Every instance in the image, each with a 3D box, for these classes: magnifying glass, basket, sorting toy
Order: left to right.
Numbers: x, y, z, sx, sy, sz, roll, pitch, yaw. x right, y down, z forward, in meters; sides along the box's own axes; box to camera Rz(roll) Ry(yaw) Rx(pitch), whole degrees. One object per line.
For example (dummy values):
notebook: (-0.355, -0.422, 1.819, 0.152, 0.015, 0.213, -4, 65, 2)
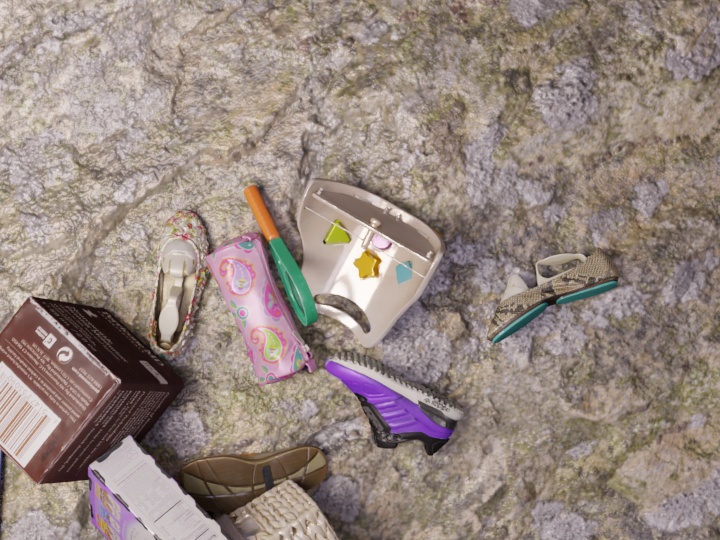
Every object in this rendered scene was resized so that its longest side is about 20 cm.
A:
magnifying glass: (-0.105, -0.020, 1.679, 0.022, 0.080, 0.200, -21, 75, -13)
basket: (-0.079, 0.388, 1.672, 0.123, 0.136, 0.200, -34, 110, -14)
sorting toy: (0.000, 0.000, 1.684, 0.200, 0.107, 0.180, 31, 109, 15)

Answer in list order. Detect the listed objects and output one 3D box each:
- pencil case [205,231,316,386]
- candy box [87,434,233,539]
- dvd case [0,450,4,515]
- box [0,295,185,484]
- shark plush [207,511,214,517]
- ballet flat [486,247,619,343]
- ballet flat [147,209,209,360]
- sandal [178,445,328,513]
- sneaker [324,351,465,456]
pencil case: (-0.130, 0.051, 1.685, 0.087, 0.087, 0.200, -24, 94, 0)
candy box: (-0.252, 0.331, 1.629, 0.200, 0.168, 0.072, 41, 58, 17)
dvd case: (-0.556, 0.289, 1.724, 0.150, 0.025, 0.200, 5, 94, -2)
box: (-0.359, 0.150, 1.606, 0.166, 0.200, 0.164, 40, 96, 16)
shark plush: (-0.255, 0.400, 1.725, 0.083, 0.091, 0.200, 30, 99, 26)
ballet flat: (0.245, 0.025, 1.714, 0.200, 0.068, 0.075, -25, 73, -5)
ballet flat: (-0.239, 0.021, 1.692, 0.075, 0.064, 0.200, 6, 94, 0)
sandal: (-0.144, 0.273, 1.726, 0.200, 0.054, 0.081, -9, 101, -16)
sneaker: (0.031, 0.185, 1.711, 0.200, 0.070, 0.100, 27, 96, -3)
